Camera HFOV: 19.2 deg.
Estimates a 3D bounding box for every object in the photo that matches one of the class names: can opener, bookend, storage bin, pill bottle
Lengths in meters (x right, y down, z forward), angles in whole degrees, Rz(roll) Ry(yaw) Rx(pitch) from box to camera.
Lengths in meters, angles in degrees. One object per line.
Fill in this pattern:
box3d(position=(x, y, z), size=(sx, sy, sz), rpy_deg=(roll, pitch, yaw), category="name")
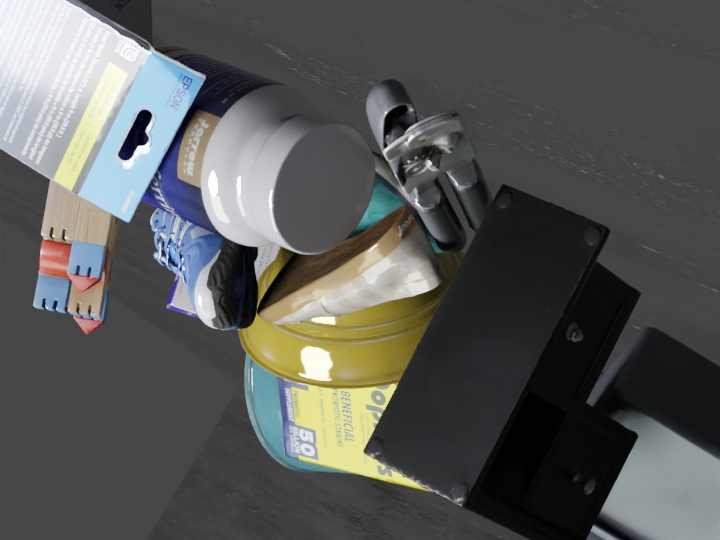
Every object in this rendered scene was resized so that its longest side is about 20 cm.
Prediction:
box3d(position=(0.047, -0.070, 1.367), size=(0.067, 0.053, 0.200), rpy_deg=(62, -178, 18), category="can opener")
box3d(position=(0.129, 0.078, 1.432), size=(0.092, 0.199, 0.200), rpy_deg=(25, 175, 39), category="bookend")
box3d(position=(0.242, 0.135, 1.560), size=(0.200, 0.146, 0.134), rpy_deg=(31, 136, 3), category="storage bin")
box3d(position=(-0.089, -0.083, 1.498), size=(0.200, 0.116, 0.116), rpy_deg=(23, 168, 44), category="pill bottle")

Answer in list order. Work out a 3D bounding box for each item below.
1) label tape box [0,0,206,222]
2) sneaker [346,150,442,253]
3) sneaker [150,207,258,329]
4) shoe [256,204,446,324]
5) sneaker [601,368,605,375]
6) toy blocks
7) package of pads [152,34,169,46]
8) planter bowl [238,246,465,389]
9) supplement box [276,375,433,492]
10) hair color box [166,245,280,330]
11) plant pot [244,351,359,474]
box3d(position=(-0.209, -0.146, 1.468), size=(0.200, 0.066, 0.143), rpy_deg=(30, 127, -2), category="label tape box")
box3d(position=(-0.001, -0.042, 1.553), size=(0.200, 0.080, 0.077), rpy_deg=(21, 167, 49), category="sneaker")
box3d(position=(-0.115, -0.010, 1.572), size=(0.077, 0.076, 0.200), rpy_deg=(-4, -158, 0), category="sneaker")
box3d(position=(-0.009, 0.009, 1.488), size=(0.053, 0.070, 0.200), rpy_deg=(42, 150, -15), category="shoe")
box3d(position=(0.177, 0.090, 1.762), size=(0.084, 0.073, 0.200), rpy_deg=(24, -179, 4), category="sneaker")
box3d(position=(-0.221, -0.023, 1.688), size=(0.100, 0.137, 0.200), rpy_deg=(9, 174, -3), category="toy blocks")
box3d(position=(-0.166, -0.129, 1.670), size=(0.154, 0.068, 0.200), rpy_deg=(25, 170, 39), category="package of pads")
box3d(position=(0.000, 0.000, 1.625), size=(0.200, 0.200, 0.084), rpy_deg=(24, 134, 40), category="planter bowl")
box3d(position=(0.046, 0.094, 1.652), size=(0.199, 0.110, 0.109), rpy_deg=(11, 124, 26), category="supplement box")
box3d(position=(-0.050, 0.009, 1.776), size=(0.199, 0.110, 0.065), rpy_deg=(18, 174, -6), category="hair color box")
box3d(position=(0.031, 0.095, 1.929), size=(0.188, 0.201, 0.200), rpy_deg=(6, 157, 41), category="plant pot")
